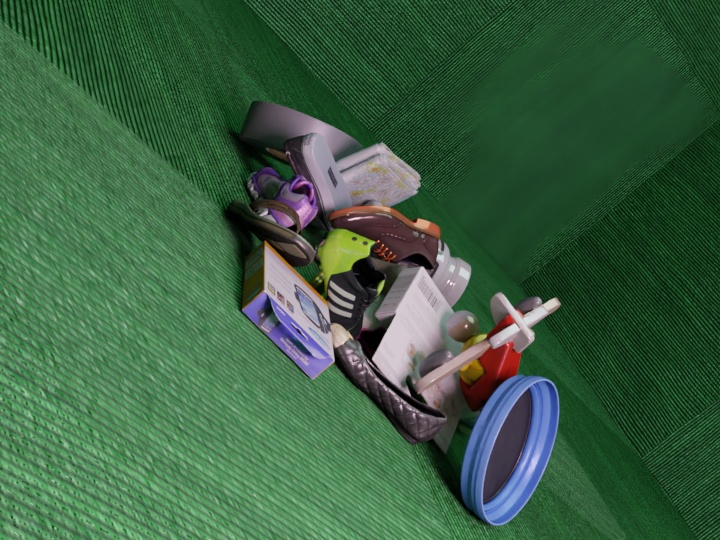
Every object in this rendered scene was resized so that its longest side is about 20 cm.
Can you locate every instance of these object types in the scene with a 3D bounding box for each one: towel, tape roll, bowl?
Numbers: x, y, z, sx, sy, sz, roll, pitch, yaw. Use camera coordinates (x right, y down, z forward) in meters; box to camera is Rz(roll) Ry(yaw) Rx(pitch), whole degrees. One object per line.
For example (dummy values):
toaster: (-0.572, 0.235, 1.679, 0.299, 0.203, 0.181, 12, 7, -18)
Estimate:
towel: (-0.016, -0.132, 1.825, 0.171, 0.200, 0.048, 32, 37, -62)
tape roll: (-0.100, -0.213, 1.870, 0.200, 0.066, 0.200, 22, -4, 2)
bowl: (0.194, 0.229, 1.454, 0.039, 0.201, 0.201, 19, -8, 32)

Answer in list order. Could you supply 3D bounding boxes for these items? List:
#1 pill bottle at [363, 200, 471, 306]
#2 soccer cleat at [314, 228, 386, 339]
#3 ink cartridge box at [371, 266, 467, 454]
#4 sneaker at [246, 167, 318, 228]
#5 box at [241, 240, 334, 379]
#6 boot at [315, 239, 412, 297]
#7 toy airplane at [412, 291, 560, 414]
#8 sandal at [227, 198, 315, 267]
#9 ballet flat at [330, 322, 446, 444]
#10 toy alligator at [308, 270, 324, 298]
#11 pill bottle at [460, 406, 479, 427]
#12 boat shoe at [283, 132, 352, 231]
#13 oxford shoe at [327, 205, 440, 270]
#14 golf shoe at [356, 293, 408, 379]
pill bottle: (0.073, -0.019, 1.832, 0.200, 0.116, 0.116, 31, 15, -15)
soccer cleat: (-0.008, 0.029, 1.441, 0.081, 0.068, 0.200, 15, -38, 20)
ink cartridge box: (0.087, 0.125, 1.557, 0.200, 0.045, 0.176, 54, 48, -28)
sneaker: (-0.108, -0.107, 1.649, 0.080, 0.088, 0.200, 42, 11, -28)
box: (-0.086, 0.047, 1.321, 0.119, 0.041, 0.200, 46, 13, -17)
boot: (0.000, 0.000, 1.683, 0.146, 0.070, 0.200, 31, -12, 6)
toy airplane: (0.169, 0.097, 1.507, 0.141, 0.199, 0.200, 44, 12, 32)
sandal: (-0.113, -0.064, 1.437, 0.080, 0.057, 0.201, 50, -8, -33)
ballet flat: (0.029, 0.137, 1.426, 0.200, 0.057, 0.066, 47, 9, -11)
toy alligator: (-0.035, 0.023, 1.580, 0.059, 0.054, 0.200, 50, 10, -1)
pill bottle: (0.192, 0.194, 1.766, 0.111, 0.111, 0.200, 56, 11, 32)
boat shoe: (-0.067, -0.122, 1.716, 0.070, 0.066, 0.200, -67, 146, -40)
oxford shoe: (0.040, -0.049, 1.708, 0.200, 0.071, 0.073, 12, 68, -29)
golf shoe: (0.054, 0.118, 1.608, 0.200, 0.075, 0.092, 41, 25, -21)
